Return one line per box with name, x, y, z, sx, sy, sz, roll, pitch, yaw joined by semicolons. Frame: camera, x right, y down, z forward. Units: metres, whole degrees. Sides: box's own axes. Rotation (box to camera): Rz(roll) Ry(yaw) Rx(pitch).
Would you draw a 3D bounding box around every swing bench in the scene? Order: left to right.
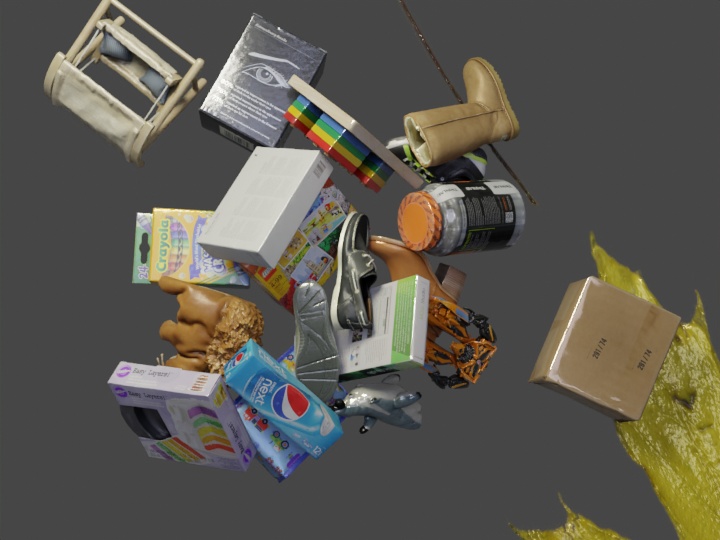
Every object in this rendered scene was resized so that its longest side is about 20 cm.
swing bench;-0.396;-0.316;1.707;0.199;0.130;0.200;37;81;0

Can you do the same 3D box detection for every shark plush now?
shark plush;0.019;0.235;1.678;0.200;0.091;0.084;-7;111;-37

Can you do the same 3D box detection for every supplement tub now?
supplement tub;0.168;-0.088;1.699;0.199;0.122;0.123;-7;82;-36

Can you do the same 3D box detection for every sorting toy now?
sorting toy;-0.023;-0.207;1.663;0.070;0.199;0.200;-51;45;4

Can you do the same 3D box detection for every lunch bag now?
lunch bag;-0.110;0.226;1.690;0.200;0.094;0.151;-43;86;-19

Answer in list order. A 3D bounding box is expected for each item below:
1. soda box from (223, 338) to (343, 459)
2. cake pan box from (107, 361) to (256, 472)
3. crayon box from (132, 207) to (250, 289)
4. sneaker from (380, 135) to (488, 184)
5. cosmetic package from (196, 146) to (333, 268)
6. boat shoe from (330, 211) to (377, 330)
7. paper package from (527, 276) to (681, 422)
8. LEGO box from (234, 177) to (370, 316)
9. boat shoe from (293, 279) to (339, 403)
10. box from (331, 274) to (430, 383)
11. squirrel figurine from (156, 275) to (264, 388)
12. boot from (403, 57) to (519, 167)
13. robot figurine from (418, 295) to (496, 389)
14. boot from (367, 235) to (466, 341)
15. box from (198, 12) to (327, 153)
soda box;-0.119;0.201;1.579;0.064;0.068;0.200;-45;110;6
cake pan box;-0.280;0.229;1.592;0.199;0.185;0.052;5;41;24
crayon box;-0.284;-0.037;1.719;0.199;0.052;0.126;2;82;-5
sneaker;0.129;-0.182;1.770;0.199;0.072;0.083;7;83;-5
cosmetic package;-0.152;-0.104;1.621;0.150;0.052;0.200;11;63;40
boat shoe;0.000;0.000;1.656;0.067;0.072;0.201;-4;71;27
paper package;0.418;0.137;1.740;0.190;0.103;0.201;25;80;-3
LEGO box;-0.102;-0.051;1.688;0.200;0.077;0.149;-50;131;-9
boat shoe;-0.074;0.116;1.657;0.074;0.065;0.203;-8;97;2
box;0.028;0.098;1.654;0.036;0.200;0.145;23;63;-37
squirrel figurine;-0.243;0.128;1.638;0.200;0.141;0.187;16;87;33
boot;0.161;-0.277;1.746;0.199;0.066;0.176;-18;70;-28
robot figurine;0.145;0.121;1.702;0.200;0.058;0.145;31;91;-27
boot;0.071;0.038;1.730;0.200;0.077;0.156;27;86;-21
box;-0.166;-0.310;1.741;0.148;0.104;0.200;29;80;-1
